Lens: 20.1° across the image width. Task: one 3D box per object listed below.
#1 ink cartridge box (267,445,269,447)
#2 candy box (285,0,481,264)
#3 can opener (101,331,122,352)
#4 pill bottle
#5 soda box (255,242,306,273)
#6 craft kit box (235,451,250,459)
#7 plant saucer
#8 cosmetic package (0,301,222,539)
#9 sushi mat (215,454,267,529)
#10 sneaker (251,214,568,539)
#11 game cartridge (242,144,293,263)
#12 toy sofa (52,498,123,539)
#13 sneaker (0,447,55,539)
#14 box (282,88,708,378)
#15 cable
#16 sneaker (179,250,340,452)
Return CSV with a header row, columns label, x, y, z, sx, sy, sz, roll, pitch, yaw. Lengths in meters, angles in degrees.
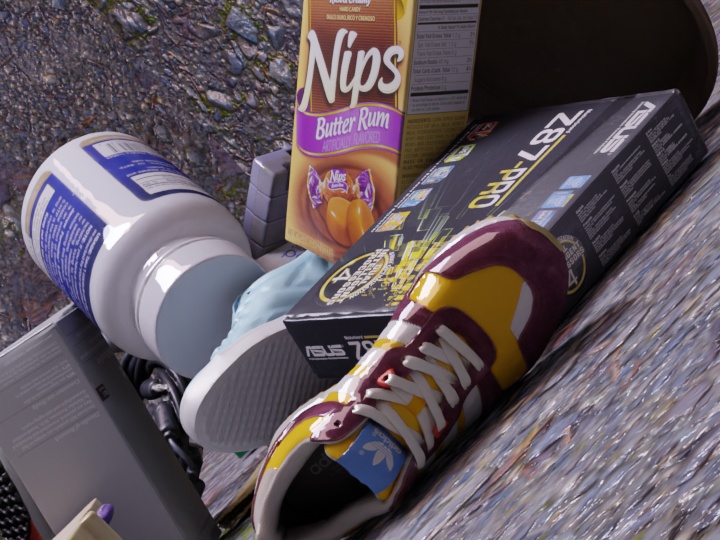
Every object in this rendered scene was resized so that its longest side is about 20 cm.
label,x,y,z,sx,sy,sz,roll,pitch,yaw
ink cartridge box,-0.050,0.029,1.663,0.200,0.146,0.084,-44,6,-7
candy box,0.012,-0.100,1.238,0.056,0.202,0.116,-6,20,-35
can opener,-0.160,0.004,1.616,0.067,0.053,0.200,-38,9,23
pill bottle,-0.143,-0.008,1.393,0.120,0.120,0.200,-43,39,-7
soda box,0.000,0.000,1.474,0.199,0.063,0.069,-30,-49,-30
craft kit box,-0.026,0.065,1.882,0.200,0.049,0.198,-42,6,34
plant saucer,0.125,-0.147,1.261,0.200,0.199,0.030,-40,23,48
cosmetic package,-0.184,0.133,1.418,0.090,0.201,0.107,-33,6,6
sushi mat,-0.043,0.124,1.516,0.096,0.012,0.200,-42,3,24
sneaker,0.025,0.062,0.953,0.200,0.075,0.090,-49,8,21
game cartridge,-0.008,-0.048,1.512,0.199,0.038,0.130,-20,-42,-39
toy sofa,-0.215,0.250,1.348,0.200,0.083,0.098,-43,6,23
sneaker,-0.218,0.169,1.507,0.093,0.201,0.070,-37,9,-35
box,0.073,-0.019,1.108,0.161,0.049,0.200,-1,36,49
cable,-0.179,0.155,1.668,0.050,0.164,0.201,-3,-40,-24
sneaker,-0.057,0.047,1.281,0.081,0.074,0.200,11,33,38
